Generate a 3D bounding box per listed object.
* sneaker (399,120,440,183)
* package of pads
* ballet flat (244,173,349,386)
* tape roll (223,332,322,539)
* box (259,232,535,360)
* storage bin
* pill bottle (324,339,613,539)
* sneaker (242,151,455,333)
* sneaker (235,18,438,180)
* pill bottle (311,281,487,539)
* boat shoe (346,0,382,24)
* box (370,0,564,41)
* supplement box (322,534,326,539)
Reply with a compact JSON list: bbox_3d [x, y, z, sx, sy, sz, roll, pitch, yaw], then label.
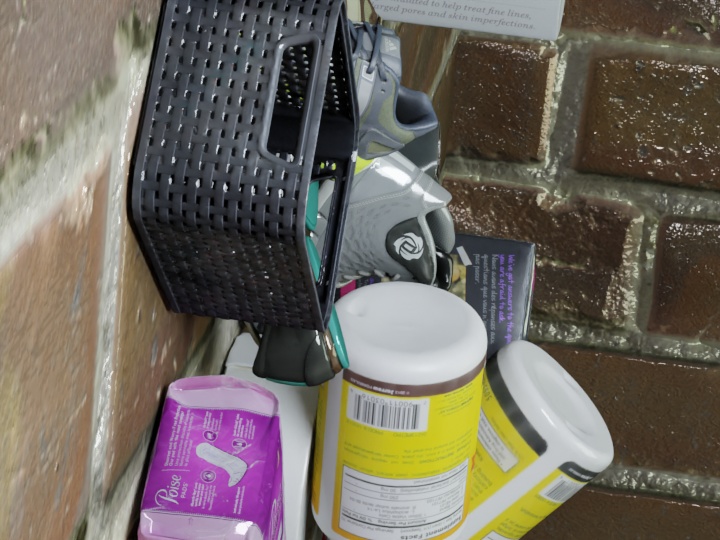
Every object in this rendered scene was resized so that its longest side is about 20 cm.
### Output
[{"bbox_3d":[0.010,-0.046,1.867,0.075,0.106,0.201,77,21,-75],"label":"sneaker"},{"bbox_3d":[-0.086,0.169,1.317,0.200,0.075,0.121,92,5,-48],"label":"package of pads"},{"bbox_3d":[-0.054,-0.021,1.365,0.068,0.068,0.201,68,13,-61],"label":"ballet flat"},{"bbox_3d":[-0.063,0.146,1.554,0.202,0.070,0.203,8,90,-84],"label":"tape roll"},{"bbox_3d":[0.031,0.028,1.697,0.122,0.199,0.107,76,23,-77],"label":"box"},{"bbox_3d":[-0.059,-0.059,1.207,0.200,0.093,0.136,84,14,-71],"label":"storage bin"},{"bbox_3d":[0.075,0.153,1.597,0.200,0.114,0.114,-41,-172,17],"label":"pill bottle"},{"bbox_3d":[0.000,0.000,1.507,0.200,0.115,0.075,-56,-178,44],"label":"sneaker"},{"bbox_3d":[-0.020,-0.133,1.328,0.200,0.081,0.074,47,29,-51],"label":"sneaker"},{"bbox_3d":[0.023,0.116,1.472,0.109,0.109,0.201,-74,170,-58],"label":"pill bottle"},{"bbox_3d":[-0.018,-0.130,1.512,0.075,0.075,0.203,46,39,-32],"label":"boat shoe"},{"bbox_3d":[0.062,-0.292,1.589,0.131,0.198,0.201,-75,171,-49],"label":"box"},{"bbox_3d":[-0.048,0.169,1.805,0.200,0.061,0.109,-69,165,-72],"label":"supplement box"}]
